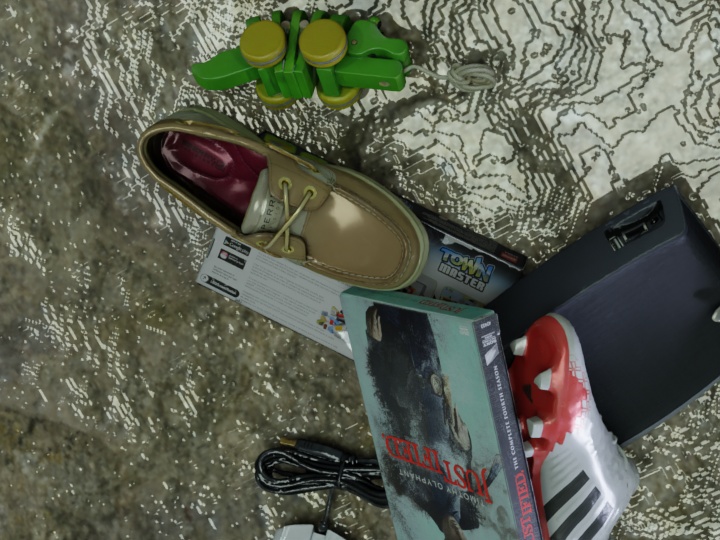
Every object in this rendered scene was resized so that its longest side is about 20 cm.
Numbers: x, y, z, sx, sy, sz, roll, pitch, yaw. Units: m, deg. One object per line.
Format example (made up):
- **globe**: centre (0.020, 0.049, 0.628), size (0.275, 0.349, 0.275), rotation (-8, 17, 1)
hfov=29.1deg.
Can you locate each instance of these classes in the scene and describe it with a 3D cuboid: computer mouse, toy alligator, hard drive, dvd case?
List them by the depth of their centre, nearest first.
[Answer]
- **dvd case**: centre (0.053, 0.113, 0.865), size (0.145, 0.022, 0.203), rotation (11, 119, 56)
- **hard drive**: centre (0.150, 0.052, 0.878), size (0.199, 0.042, 0.135), rotation (-36, 116, 16)
- **toy alligator**: centre (-0.010, -0.141, 0.884), size (0.197, 0.059, 0.055), rotation (1, 64, 12)
- **computer mouse**: centre (-0.034, 0.220, 0.982), size (0.108, 0.044, 0.203), rotation (12, 106, 8)

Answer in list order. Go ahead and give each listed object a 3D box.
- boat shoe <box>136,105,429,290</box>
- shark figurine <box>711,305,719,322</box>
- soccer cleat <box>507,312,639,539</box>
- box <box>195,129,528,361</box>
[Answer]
- **boat shoe**: centre (-0.053, -0.040, 0.864), size (0.198, 0.066, 0.075), rotation (24, 108, 17)
- **shark figurine**: centre (0.275, 0.095, 0.838), size (0.126, 0.089, 0.218), rotation (4, 101, -24)
- **soccer cleat**: centre (0.132, 0.111, 0.853), size (0.084, 0.069, 0.202), rotation (-11, 119, -15)
- **box**: centre (0.000, 0.000, 0.924), size (0.198, 0.035, 0.111), rotation (26, 108, 5)
